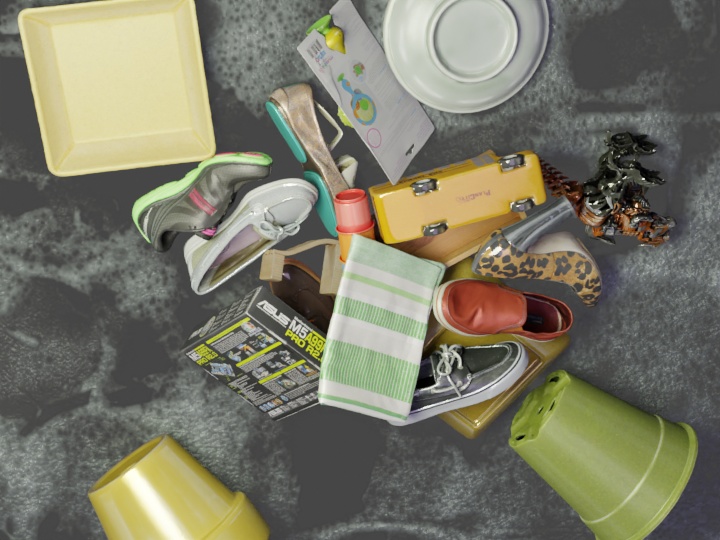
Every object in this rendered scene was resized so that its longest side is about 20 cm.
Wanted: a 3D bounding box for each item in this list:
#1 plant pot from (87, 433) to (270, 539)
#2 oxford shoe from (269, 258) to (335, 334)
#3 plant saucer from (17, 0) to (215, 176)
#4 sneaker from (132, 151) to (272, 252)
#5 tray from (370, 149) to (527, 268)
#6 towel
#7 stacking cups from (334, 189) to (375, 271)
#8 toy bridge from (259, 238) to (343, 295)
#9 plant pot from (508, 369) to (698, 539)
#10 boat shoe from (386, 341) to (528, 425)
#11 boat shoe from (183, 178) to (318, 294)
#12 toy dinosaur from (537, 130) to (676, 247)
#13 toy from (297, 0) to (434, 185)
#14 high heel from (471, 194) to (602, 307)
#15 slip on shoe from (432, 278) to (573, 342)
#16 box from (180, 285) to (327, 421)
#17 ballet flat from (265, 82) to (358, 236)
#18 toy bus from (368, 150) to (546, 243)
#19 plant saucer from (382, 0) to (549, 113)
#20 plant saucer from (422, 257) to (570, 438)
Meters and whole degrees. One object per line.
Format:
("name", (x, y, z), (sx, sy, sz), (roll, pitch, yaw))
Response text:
("plant pot", (-0.250, 0.326, 1.680), (0.200, 0.201, 0.189), (-35, 96, 11))
("oxford shoe", (-0.056, 0.075, 1.635), (0.071, 0.073, 0.201), (-26, 113, 9))
("plant saucer", (-0.278, -0.220, 1.497), (0.199, 0.048, 0.201), (-7, 115, -2))
("sneaker", (-0.179, -0.082, 1.533), (0.199, 0.077, 0.084), (-27, 84, 27))
("tray", (0.097, -0.057, 1.592), (0.199, 0.037, 0.099), (-28, 106, 2))
("towel", (0.025, 0.073, 1.529), (0.152, 0.023, 0.201), (18, 85, -40))
("stacking cups", (0.000, 0.000, 1.556), (0.060, 0.061, 0.201), (-10, 111, 0))
("toy bridge", (-0.033, -0.003, 1.593), (0.199, 0.027, 0.068), (13, 79, -36))
("plant pot", (0.302, 0.230, 1.684), (0.190, 0.200, 0.200), (36, 107, -8))
("boat shoe", (0.109, 0.126, 1.604), (0.198, 0.074, 0.068), (-19, 129, 14))
("boat shoe", (-0.131, -0.042, 1.554), (0.201, 0.065, 0.074), (-30, 143, 23))
("toy dinosaur", (0.306, -0.091, 1.584), (0.199, 0.102, 0.136), (7, 133, -31))
("toy", (-0.001, -0.209, 1.512), (0.047, 0.115, 0.200), (-8, 125, 43))
("high heel", (0.222, 0.006, 1.611), (0.142, 0.072, 0.200), (-31, 132, 0))
("slip on shoe", (0.178, 0.048, 1.588), (0.199, 0.061, 0.074), (11, 74, -28))
("box", (-0.113, 0.107, 1.592), (0.160, 0.044, 0.200), (39, 148, -14))
("ballet flat", (-0.042, -0.136, 1.549), (0.067, 0.068, 0.201), (-33, 117, -15))
("toy bus", (0.115, -0.090, 1.526), (0.199, 0.078, 0.065), (-16, 105, -2))
("plant saucer", (0.127, -0.276, 1.498), (0.199, 0.050, 0.201), (-2, 112, -6))
("plant saucer", (0.144, 0.114, 1.675), (0.200, 0.049, 0.200), (37, 107, -19))
